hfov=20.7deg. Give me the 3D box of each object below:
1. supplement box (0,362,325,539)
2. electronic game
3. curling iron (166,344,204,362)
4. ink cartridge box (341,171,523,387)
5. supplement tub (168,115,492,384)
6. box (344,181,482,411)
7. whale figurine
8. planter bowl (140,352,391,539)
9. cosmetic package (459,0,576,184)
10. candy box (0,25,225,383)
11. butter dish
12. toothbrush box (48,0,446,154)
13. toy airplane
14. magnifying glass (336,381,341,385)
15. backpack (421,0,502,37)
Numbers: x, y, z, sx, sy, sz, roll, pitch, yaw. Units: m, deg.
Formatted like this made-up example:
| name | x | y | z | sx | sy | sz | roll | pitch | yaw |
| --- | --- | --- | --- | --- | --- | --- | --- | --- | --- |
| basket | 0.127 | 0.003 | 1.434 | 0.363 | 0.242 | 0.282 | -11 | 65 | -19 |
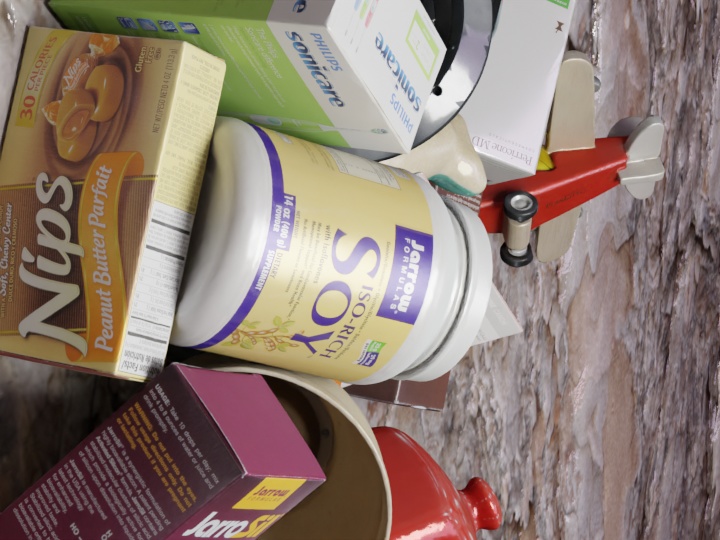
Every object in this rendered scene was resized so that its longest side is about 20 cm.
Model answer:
| name | x | y | z | sx | sy | sz | roll | pitch | yaw |
| --- | --- | --- | --- | --- | --- | --- | --- | --- | --- |
| supplement box | -0.135 | 0.152 | 1.202 | 0.200 | 0.086 | 0.110 | -41 | 158 | 15 |
| electronic game | -0.009 | -0.170 | 1.347 | 0.042 | 0.200 | 0.200 | 49 | 53 | -79 |
| curling iron | -0.111 | 0.056 | 1.409 | 0.200 | 0.026 | 0.050 | 17 | 62 | -58 |
| ink cartridge box | 0.000 | 0.000 | 1.416 | 0.200 | 0.176 | 0.045 | 55 | 23 | -45 |
| supplement tub | -0.031 | -0.007 | 1.249 | 0.200 | 0.145 | 0.146 | 14 | 85 | -33 |
| box | 0.038 | 0.012 | 1.631 | 0.100 | 0.075 | 0.200 | 18 | 80 | -64 |
| whale figurine | 0.003 | -0.092 | 1.459 | 0.200 | 0.104 | 0.159 | 10 | 50 | -46 |
| planter bowl | -0.078 | 0.136 | 1.343 | 0.135 | 0.200 | 0.200 | -87 | 177 | -72 |
| cosmetic package | 0.106 | -0.184 | 1.644 | 0.108 | 0.085 | 0.200 | 17 | 79 | -24 |
| candy box | -0.160 | -0.040 | 1.178 | 0.055 | 0.115 | 0.200 | 19 | 81 | -62 |
| butter dish | 0.040 | 0.207 | 1.531 | 0.148 | 0.199 | 0.200 | -23 | 127 | -14 |
| toothbrush box | -0.068 | -0.152 | 1.230 | 0.146 | 0.200 | 0.086 | 53 | 52 | -54 |
| toy airplane | 0.176 | -0.102 | 1.791 | 0.199 | 0.141 | 0.200 | 17 | 116 | -51 |
| magnifying glass | -0.071 | 0.032 | 1.400 | 0.200 | 0.080 | 0.022 | 51 | 22 | -43 |
| backpack | 0.038 | -0.257 | 1.456 | 0.177 | 0.150 | 0.200 | 19 | 73 | -58 |
